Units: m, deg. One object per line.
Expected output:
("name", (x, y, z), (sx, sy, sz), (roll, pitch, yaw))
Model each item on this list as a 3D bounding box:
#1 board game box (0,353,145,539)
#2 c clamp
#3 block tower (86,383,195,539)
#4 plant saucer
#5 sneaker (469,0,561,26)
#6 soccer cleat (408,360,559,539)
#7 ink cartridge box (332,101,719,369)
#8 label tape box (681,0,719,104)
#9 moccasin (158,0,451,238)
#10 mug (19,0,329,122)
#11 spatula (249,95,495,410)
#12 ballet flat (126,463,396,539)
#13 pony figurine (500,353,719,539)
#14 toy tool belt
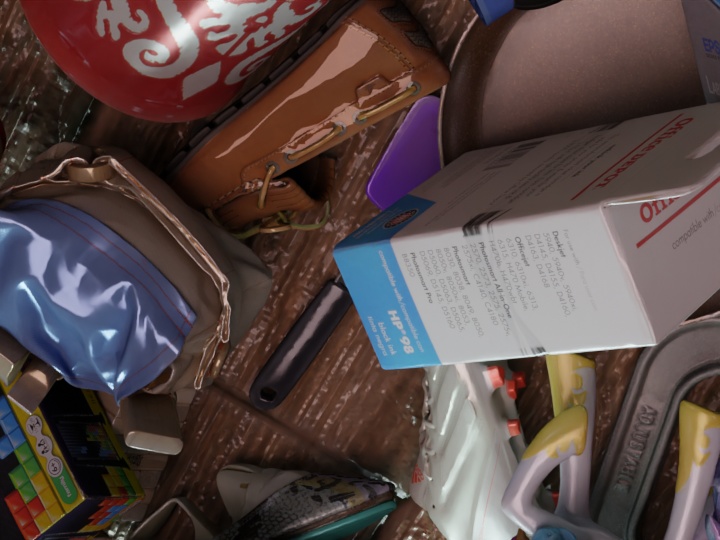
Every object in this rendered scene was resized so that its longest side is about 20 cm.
("board game box", (-0.225, 0.079, 0.998), (0.165, 0.057, 0.201), (-39, 68, 20))
("c clamp", (0.211, 0.106, 0.983), (0.170, 0.027, 0.201), (23, 112, 2))
("block tower", (-0.155, 0.131, 1.022), (0.058, 0.054, 0.201), (30, 102, 38))
("plant saucer", (0.138, -0.069, 0.929), (0.199, 0.032, 0.202), (3, 109, 9))
("sneaker", (0.054, -0.217, 0.871), (0.077, 0.070, 0.201), (-22, 92, 2))
("soccer cleat", (0.054, 0.088, 0.989), (0.077, 0.069, 0.201), (-13, 110, 19))
("ink cartridge box", (0.100, -0.016, 0.832), (0.199, 0.116, 0.067), (-8, 110, 45))
("label tape box", (0.229, -0.102, 0.855), (0.143, 0.063, 0.201), (-21, 107, -10))
("moccasin", (-0.038, -0.055, 0.951), (0.201, 0.074, 0.078), (-38, 95, 20))
("mug", (-0.060, -0.186, 0.840), (0.200, 0.133, 0.178), (-30, 88, 47))
("spatula", (0.000, 0.000, 0.990), (0.056, 0.021, 0.200), (31, 115, -13))
("ballet flat", (-0.074, 0.146, 1.039), (0.200, 0.072, 0.072), (-33, 101, 19))
("pony figurine", (0.136, 0.161, 0.934), (0.192, 0.167, 0.201), (21, 92, -3))
("toy tool belt", (-0.150, 0.001, 0.903), (0.199, 0.123, 0.125), (32, 131, -1))
